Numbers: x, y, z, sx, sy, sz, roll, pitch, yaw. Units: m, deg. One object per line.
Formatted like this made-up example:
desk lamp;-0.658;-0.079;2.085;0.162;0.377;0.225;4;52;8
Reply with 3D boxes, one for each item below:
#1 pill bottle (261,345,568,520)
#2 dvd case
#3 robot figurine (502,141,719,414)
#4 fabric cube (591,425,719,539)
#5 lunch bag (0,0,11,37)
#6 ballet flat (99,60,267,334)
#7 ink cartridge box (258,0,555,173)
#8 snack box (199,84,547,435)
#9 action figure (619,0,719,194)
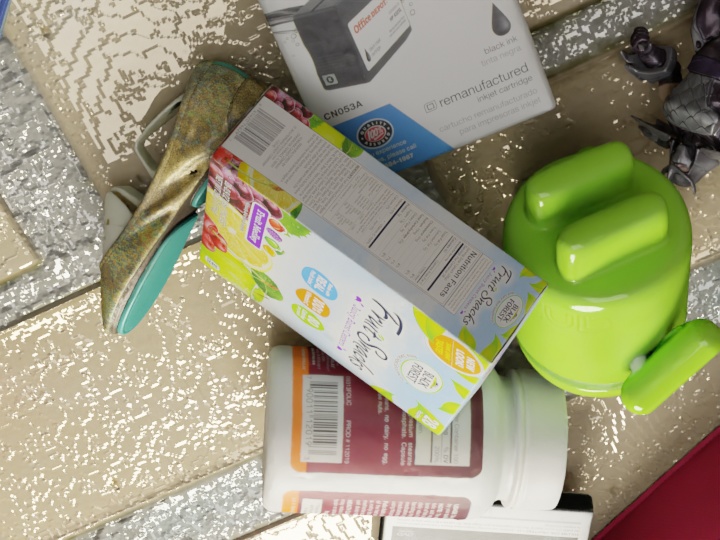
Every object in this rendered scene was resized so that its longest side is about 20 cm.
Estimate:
pill bottle;0.034;0.111;1.094;0.199;0.114;0.115;3;115;-5
dvd case;0.084;0.242;1.190;0.150;0.025;0.201;4;123;-2
robot figurine;0.151;0.005;1.020;0.115;0.176;0.200;-25;147;-7
fabric cube;0.296;0.255;1.129;0.200;0.199;0.196;38;108;-18
lunch bag;-0.220;-0.205;0.883;0.082;0.200;0.161;16;116;-18
ballet flat;-0.128;-0.051;1.042;0.071;0.071;0.200;29;112;-15
ink cartridge box;0.016;-0.172;0.974;0.145;0.084;0.200;-21;114;7
snack box;0.000;0.000;0.977;0.200;0.169;0.068;35;69;6
action figure;0.223;-0.140;0.990;0.069;0.130;0.201;6;105;-46
